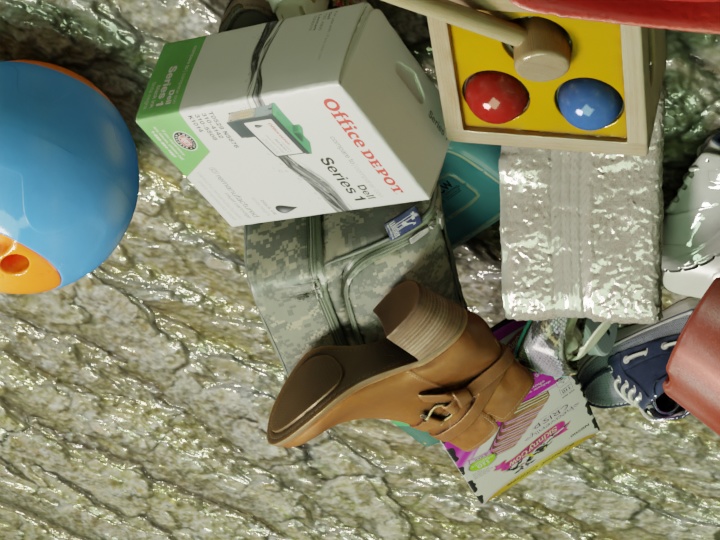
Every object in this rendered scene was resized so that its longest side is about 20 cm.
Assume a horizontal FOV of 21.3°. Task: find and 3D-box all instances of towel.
[{"bbox_3d":[0.178,-0.055,1.526,0.132,0.034,0.201,2,102,18],"label":"towel"}]

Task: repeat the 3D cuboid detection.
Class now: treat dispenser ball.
[{"bbox_3d":[-0.290,-0.080,1.641,0.200,0.201,0.201,11,144,9],"label":"treat dispenser ball"}]

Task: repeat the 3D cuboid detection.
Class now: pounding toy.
[{"bbox_3d":[0.119,-0.177,1.392,0.183,0.143,0.200,6,143,15],"label":"pounding toy"}]

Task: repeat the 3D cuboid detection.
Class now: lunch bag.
[{"bbox_3d":[0.000,0.000,1.626,0.167,0.140,0.200,-10,141,6],"label":"lunch bag"}]

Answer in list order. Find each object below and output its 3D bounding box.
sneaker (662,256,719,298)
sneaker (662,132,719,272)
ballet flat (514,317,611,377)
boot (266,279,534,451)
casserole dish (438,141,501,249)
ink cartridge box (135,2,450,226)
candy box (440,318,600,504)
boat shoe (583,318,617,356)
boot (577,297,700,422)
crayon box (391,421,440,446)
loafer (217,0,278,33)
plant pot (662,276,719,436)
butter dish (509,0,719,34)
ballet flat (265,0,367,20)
[{"bbox_3d":[0.343,0.014,1.604,0.199,0.080,0.074,5,144,19],"label":"sneaker"},{"bbox_3d":[0.291,-0.067,1.541,0.087,0.075,0.200,45,130,-15],"label":"sneaker"},{"bbox_3d":[0.192,-0.001,1.586,0.072,0.072,0.201,19,106,-2],"label":"ballet flat"},{"bbox_3d":[0.033,0.107,1.591,0.200,0.077,0.155,-44,124,14],"label":"boot"},{"bbox_3d":[0.065,-0.068,1.647,0.121,0.039,0.200,33,140,-20],"label":"casserole dish"},{"bbox_3d":[-0.048,-0.117,1.484,0.199,0.085,0.146,-7,141,35],"label":"ink cartridge box"},{"bbox_3d":[0.132,0.124,1.730,0.136,0.061,0.200,-32,151,0],"label":"candy box"},{"bbox_3d":[0.166,0.012,1.683,0.062,0.072,0.200,1,142,30],"label":"boat shoe"},{"bbox_3d":[0.257,0.101,1.741,0.073,0.091,0.200,29,142,-16],"label":"boot"},{"bbox_3d":[0.042,0.082,1.834,0.200,0.058,0.119,38,139,-26],"label":"crayon box"},{"bbox_3d":[-0.093,-0.148,1.586,0.072,0.063,0.200,18,144,2],"label":"loafer"},{"bbox_3d":[0.355,0.084,1.487,0.195,0.201,0.201,34,149,21],"label":"plant pot"},{"bbox_3d":[0.182,-0.251,1.211,0.198,0.148,0.201,8,103,14],"label":"butter dish"},{"bbox_3d":[-0.025,-0.193,1.500,0.075,0.064,0.200,-16,132,38],"label":"ballet flat"}]
